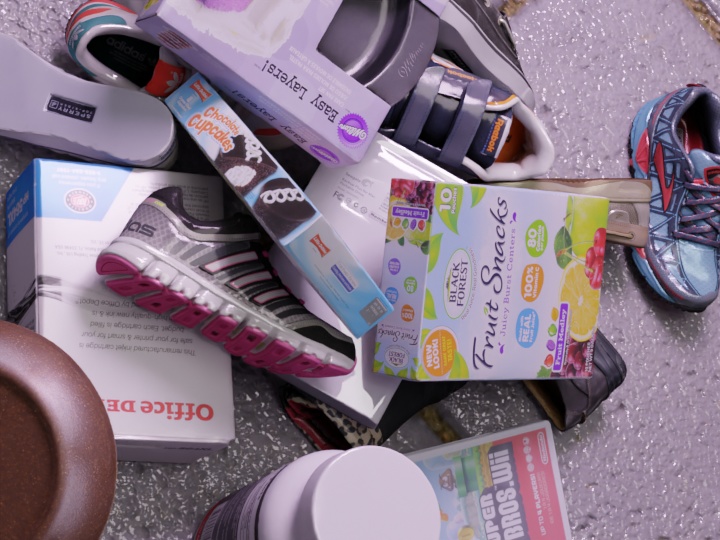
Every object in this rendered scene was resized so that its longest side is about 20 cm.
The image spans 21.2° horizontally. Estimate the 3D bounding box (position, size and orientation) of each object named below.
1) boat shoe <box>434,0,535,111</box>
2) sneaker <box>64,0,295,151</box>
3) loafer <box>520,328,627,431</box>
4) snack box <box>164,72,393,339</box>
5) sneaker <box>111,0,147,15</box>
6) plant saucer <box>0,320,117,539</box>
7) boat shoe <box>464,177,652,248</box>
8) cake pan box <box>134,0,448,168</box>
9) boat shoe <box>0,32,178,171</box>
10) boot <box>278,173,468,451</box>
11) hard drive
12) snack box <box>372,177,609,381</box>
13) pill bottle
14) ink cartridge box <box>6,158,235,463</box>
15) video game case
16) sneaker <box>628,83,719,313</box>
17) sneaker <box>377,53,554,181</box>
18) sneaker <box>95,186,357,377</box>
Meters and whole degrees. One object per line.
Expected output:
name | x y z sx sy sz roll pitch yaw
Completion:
boat shoe | 0.097 -0.185 1.546 0.200 0.070 0.064 44 63 -56
sneaker | -0.129 -0.135 1.429 0.199 0.093 0.071 25 103 -11
loafer | 0.125 0.041 1.536 0.200 0.073 0.072 44 63 -6
snack box | -0.059 -0.048 1.356 0.037 0.200 0.116 -39 136 -2
sneaker | -0.151 -0.221 1.475 0.073 0.085 0.201 -31 91 -33
plant saucer | -0.262 0.130 1.266 0.199 0.037 0.201 0 85 4
boat shoe | 0.146 -0.044 1.576 0.199 0.072 0.065 -1 94 -20
cake pan box | -0.037 -0.199 1.390 0.200 0.052 0.185 36 76 -24
boat shoe | -0.225 -0.117 1.409 0.199 0.070 0.071 17 75 6
boot | -0.011 0.037 1.466 0.154 0.073 0.204 -40 92 -29
hard drive | 0.000 0.000 1.434 0.132 0.026 0.200 29 70 1
snack box | 0.100 0.009 1.426 0.199 0.053 0.143 3 92 -45
pill bottle | -0.032 0.189 1.326 0.115 0.200 0.116 9 69 -25
ink cartridge box | -0.174 0.032 1.374 0.145 0.084 0.201 6 71 -26
video game case | 0.078 0.202 1.460 0.199 0.017 0.144 -10 89 -34
sneaker | 0.278 -0.066 1.635 0.079 0.095 0.201 4 71 -25
sneaker | 0.066 -0.122 1.489 0.199 0.079 0.079 14 104 -30
sneaker | -0.081 0.006 1.340 0.199 0.074 0.088 28 67 -16
